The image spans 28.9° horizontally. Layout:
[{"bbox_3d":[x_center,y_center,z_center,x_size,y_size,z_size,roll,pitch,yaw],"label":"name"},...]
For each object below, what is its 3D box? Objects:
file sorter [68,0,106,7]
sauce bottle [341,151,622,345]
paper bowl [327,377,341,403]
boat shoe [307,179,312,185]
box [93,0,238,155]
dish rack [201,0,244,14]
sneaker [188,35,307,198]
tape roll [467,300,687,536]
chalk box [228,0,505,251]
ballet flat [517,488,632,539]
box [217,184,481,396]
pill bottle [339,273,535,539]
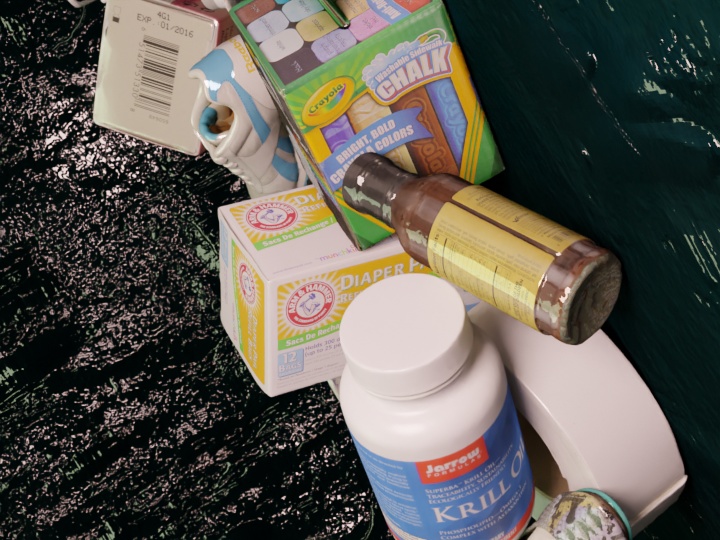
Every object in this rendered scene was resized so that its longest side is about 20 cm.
[{"bbox_3d":[-0.198,-0.345,1.262,0.139,0.199,0.125,60,-168,-13],"label":"file sorter"},{"bbox_3d":[0.069,-0.022,0.872,0.199,0.065,0.065,32,160,38],"label":"sauce bottle"},{"bbox_3d":[0.021,0.050,1.237,0.201,0.104,0.201,58,-171,-15],"label":"paper bowl"},{"bbox_3d":[-0.041,-0.139,1.235,0.074,0.064,0.204,28,-135,-69],"label":"boat shoe"},{"bbox_3d":[-0.146,-0.203,1.277,0.200,0.108,0.129,-49,-26,-61],"label":"box"},{"bbox_3d":[-0.107,-0.295,0.988,0.172,0.043,0.201,63,-148,-50],"label":"dish rack"},{"bbox_3d":[-0.092,-0.113,1.126,0.077,0.080,0.201,51,160,30],"label":"sneaker"},{"bbox_3d":[0.141,0.108,1.013,0.203,0.071,0.203,49,162,22],"label":"tape roll"},{"bbox_3d":[-0.002,-0.141,0.962,0.125,0.123,0.201,58,175,47],"label":"chalk box"},{"bbox_3d":[0.135,0.206,0.976,0.072,0.072,0.201,59,165,15],"label":"ballet flat"},{"bbox_3d":[0.000,0.000,1.061,0.101,0.198,0.113,-128,31,-46],"label":"box"},{"bbox_3d":[0.049,0.100,0.933,0.112,0.112,0.201,57,171,46],"label":"pill bottle"}]
